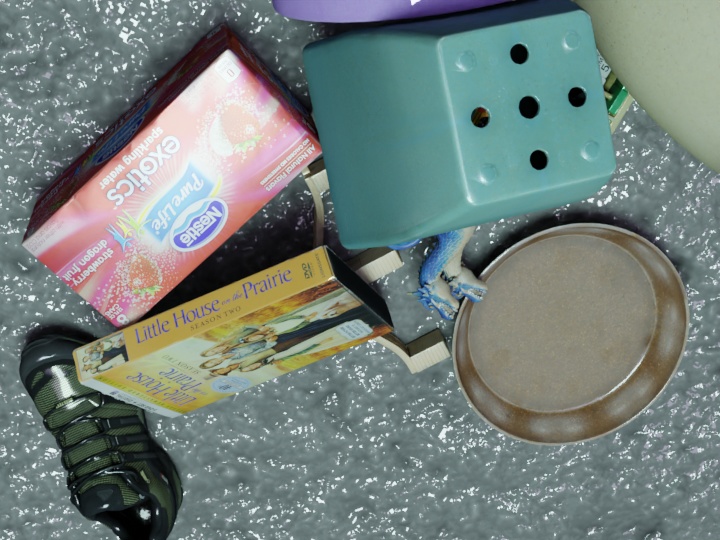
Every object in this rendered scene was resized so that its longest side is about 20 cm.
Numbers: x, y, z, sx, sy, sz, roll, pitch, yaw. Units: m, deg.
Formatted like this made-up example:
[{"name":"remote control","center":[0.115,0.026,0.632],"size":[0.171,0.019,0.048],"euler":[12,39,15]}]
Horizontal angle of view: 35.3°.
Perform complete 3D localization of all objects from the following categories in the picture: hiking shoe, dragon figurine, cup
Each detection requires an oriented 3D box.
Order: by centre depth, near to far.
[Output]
[{"name":"cup","center":[0.226,-0.185,0.744],"size":[0.143,0.200,0.201],"euler":[30,107,9]},{"name":"dragon figurine","center":[0.037,-0.054,0.844],"size":[0.200,0.059,0.099],"euler":[48,126,-7]},{"name":"hiking shoe","center":[-0.197,0.140,0.879],"size":[0.076,0.101,0.200],"euler":[-28,114,3]}]

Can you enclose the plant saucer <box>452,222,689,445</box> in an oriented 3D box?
[{"name":"plant saucer","center":[0.170,0.050,0.933],"size":[0.199,0.035,0.201],"euler":[-3,112,-6]}]

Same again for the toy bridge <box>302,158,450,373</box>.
[{"name":"toy bridge","center":[0.000,0.000,0.890],"size":[0.067,0.027,0.200],"euler":[-27,114,5]}]

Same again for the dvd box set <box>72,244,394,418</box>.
[{"name":"dvd box set","center":[-0.088,0.051,0.833],"size":[0.199,0.030,0.146],"euler":[-22,157,10]}]

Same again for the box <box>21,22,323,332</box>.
[{"name":"box","center":[-0.133,-0.067,0.804],"size":[0.200,0.096,0.100],"euler":[-41,114,9]}]

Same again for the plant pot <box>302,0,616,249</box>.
[{"name":"plant pot","center":[0.064,-0.090,0.685],"size":[0.141,0.200,0.142],"euler":[-13,98,-13]}]

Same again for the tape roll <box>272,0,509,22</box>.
[{"name":"tape roll","center":[0.038,-0.212,0.712],"size":[0.199,0.200,0.066],"euler":[-11,115,-4]}]

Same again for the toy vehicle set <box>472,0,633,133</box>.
[{"name":"toy vehicle set","center":[0.158,-0.169,0.843],"size":[0.124,0.027,0.201],"euler":[25,107,-17]}]
